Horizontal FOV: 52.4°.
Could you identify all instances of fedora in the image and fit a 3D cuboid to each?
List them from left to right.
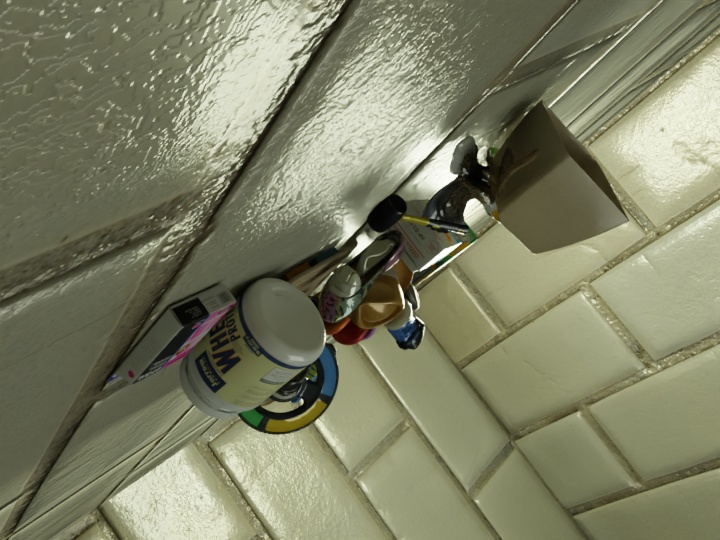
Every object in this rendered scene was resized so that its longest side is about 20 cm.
[{"bbox_3d":[0.021,0.051,1.354,0.200,0.082,0.201,-18,148,-11],"label":"fedora"}]

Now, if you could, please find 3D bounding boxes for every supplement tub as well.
[{"bbox_3d":[-0.164,0.120,1.092,0.200,0.145,0.145,-41,173,29],"label":"supplement tub"}]

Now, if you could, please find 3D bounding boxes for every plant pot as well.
[{"bbox_3d":[0.338,-0.152,1.345,0.177,0.200,0.200,-37,-149,26],"label":"plant pot"}]

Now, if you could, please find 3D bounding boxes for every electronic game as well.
[{"bbox_3d":[-0.133,0.194,1.285,0.200,0.200,0.042,-36,-157,-10],"label":"electronic game"}]

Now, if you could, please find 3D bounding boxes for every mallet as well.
[{"bbox_3d":[0.098,-0.077,1.224,0.200,0.041,0.066,14,143,-42],"label":"mallet"}]

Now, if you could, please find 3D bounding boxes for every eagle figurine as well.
[{"bbox_3d":[0.192,-0.144,1.261,0.151,0.151,0.200,-4,-178,-22],"label":"eagle figurine"}]

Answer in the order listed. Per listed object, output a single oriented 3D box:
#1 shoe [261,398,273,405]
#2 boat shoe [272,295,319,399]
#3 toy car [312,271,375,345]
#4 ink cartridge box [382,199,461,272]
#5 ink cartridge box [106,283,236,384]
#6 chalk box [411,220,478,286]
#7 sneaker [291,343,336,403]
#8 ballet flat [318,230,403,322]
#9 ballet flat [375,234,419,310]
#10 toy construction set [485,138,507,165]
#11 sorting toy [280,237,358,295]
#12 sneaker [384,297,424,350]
[{"bbox_3d":[-0.147,0.154,1.334,0.053,0.070,0.200,28,93,-47],"label":"shoe"},{"bbox_3d":[-0.100,0.117,1.219,0.060,0.074,0.200,-52,-168,50],"label":"boat shoe"},{"bbox_3d":[-0.030,0.082,1.527,0.175,0.150,0.200,-40,173,20],"label":"toy car"},{"bbox_3d":[0.116,-0.069,1.393,0.068,0.115,0.200,-40,173,20],"label":"ink cartridge box"},{"bbox_3d":[-0.248,0.092,0.947,0.200,0.037,0.095,-40,173,38],"label":"ink cartridge box"},{"bbox_3d":[0.161,-0.068,1.616,0.200,0.124,0.125,-32,173,-40],"label":"chalk box"},{"bbox_3d":[-0.107,0.211,1.509,0.083,0.071,0.200,-24,163,-43],"label":"sneaker"},{"bbox_3d":[0.000,0.000,1.227,0.200,0.069,0.071,-44,159,-20],"label":"ballet flat"},{"bbox_3d":[0.084,0.003,1.529,0.046,0.200,0.067,-39,-148,-15],"label":"ballet flat"},{"bbox_3d":[0.300,-0.209,1.513,0.131,0.092,0.200,-65,174,15],"label":"toy construction set"},{"bbox_3d":[-0.109,0.027,1.252,0.200,0.036,0.185,-38,176,-44],"label":"sorting toy"},{"bbox_3d":[0.097,0.119,1.550,0.077,0.111,0.200,-46,-171,-7],"label":"sneaker"}]
